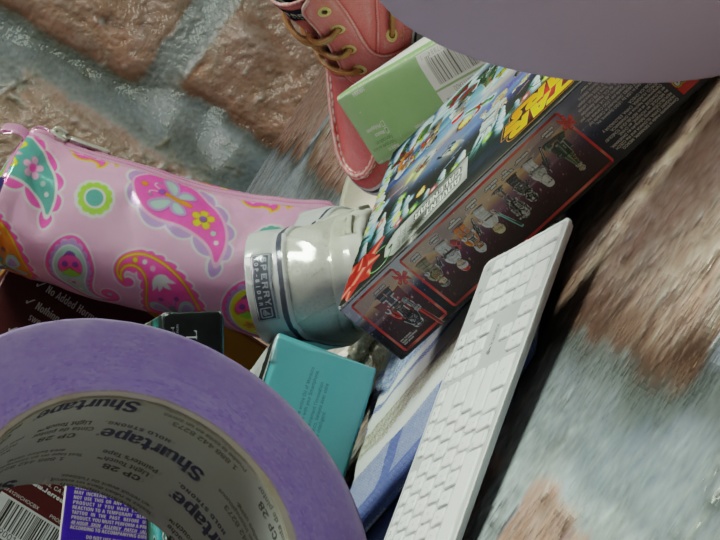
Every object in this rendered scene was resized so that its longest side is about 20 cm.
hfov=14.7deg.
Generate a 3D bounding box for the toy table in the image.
[{"bbox_3d":[0.099,-0.151,1.014,0.200,0.184,0.117,4,65,40],"label":"toy table"}]

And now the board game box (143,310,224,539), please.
[{"bbox_3d":[-0.078,0.120,1.237,0.135,0.028,0.200,157,112,-80],"label":"board game box"}]

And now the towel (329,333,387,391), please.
[{"bbox_3d":[0.026,-0.011,1.500,0.200,0.034,0.133,-59,6,-7],"label":"towel"}]

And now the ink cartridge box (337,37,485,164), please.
[{"bbox_3d":[0.097,-0.139,1.414,0.200,0.048,0.145,-37,6,-30],"label":"ink cartridge box"}]

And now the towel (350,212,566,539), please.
[{"bbox_3d":[0.047,0.026,1.206,0.147,0.024,0.200,-52,11,31],"label":"towel"}]

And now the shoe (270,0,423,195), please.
[{"bbox_3d":[-0.011,-0.131,1.463,0.091,0.071,0.200,-13,-63,-38],"label":"shoe"}]

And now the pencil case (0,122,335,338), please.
[{"bbox_3d":[-0.106,-0.018,1.510,0.087,0.200,0.088,16,-90,-89],"label":"pencil case"}]

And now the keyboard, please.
[{"bbox_3d":[0.037,0.065,1.060,0.056,0.011,0.200,-39,24,52],"label":"keyboard"}]

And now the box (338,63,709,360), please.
[{"bbox_3d":[0.077,-0.066,1.185,0.200,0.040,0.137,-44,15,30],"label":"box"}]

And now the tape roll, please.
[{"bbox_3d":[-0.102,0.125,1.078,0.085,0.200,0.200,-51,10,53],"label":"tape roll"}]

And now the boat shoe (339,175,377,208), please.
[{"bbox_3d":[0.051,-0.088,1.637,0.067,0.057,0.200,1,56,40],"label":"boat shoe"}]

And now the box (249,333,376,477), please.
[{"bbox_3d":[-0.040,0.090,1.325,0.200,0.049,0.082,131,158,-77],"label":"box"}]

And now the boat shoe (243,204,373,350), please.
[{"bbox_3d":[0.000,0.000,1.339,0.200,0.070,0.071,2,-99,-78],"label":"boat shoe"}]

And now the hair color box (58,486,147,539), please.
[{"bbox_3d":[-0.122,0.147,1.419,0.109,0.065,0.200,-85,5,-76],"label":"hair color box"}]

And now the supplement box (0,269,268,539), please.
[{"bbox_3d":[-0.158,0.110,1.596,0.200,0.197,0.133,-59,6,-18],"label":"supplement box"}]
